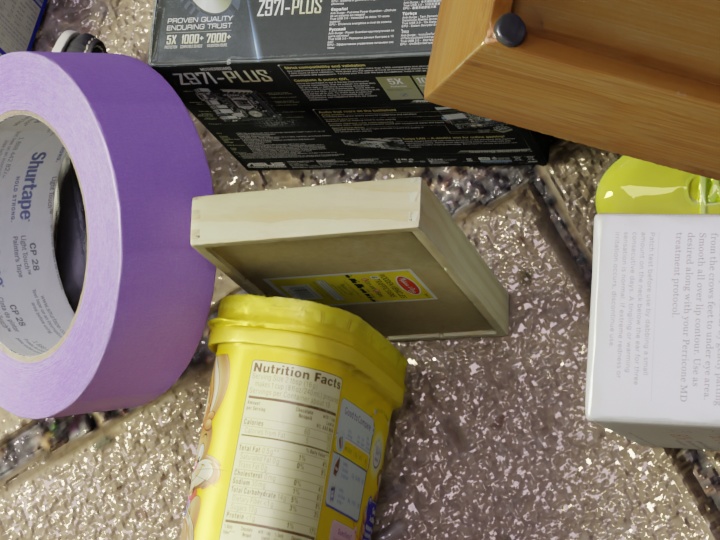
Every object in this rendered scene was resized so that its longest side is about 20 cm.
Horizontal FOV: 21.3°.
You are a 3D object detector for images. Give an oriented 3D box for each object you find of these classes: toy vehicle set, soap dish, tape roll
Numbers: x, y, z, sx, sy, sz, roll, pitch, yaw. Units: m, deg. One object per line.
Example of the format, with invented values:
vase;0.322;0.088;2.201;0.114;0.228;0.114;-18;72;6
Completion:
toy vehicle set;0.000;0.000;1.049;0.123;0.200;0.027;-4;72;16
soap dish;0.143;-0.139;0.975;0.198;0.081;0.159;14;73;-6
tape roll;-0.163;-0.021;1.071;0.199;0.065;0.202;6;98;48

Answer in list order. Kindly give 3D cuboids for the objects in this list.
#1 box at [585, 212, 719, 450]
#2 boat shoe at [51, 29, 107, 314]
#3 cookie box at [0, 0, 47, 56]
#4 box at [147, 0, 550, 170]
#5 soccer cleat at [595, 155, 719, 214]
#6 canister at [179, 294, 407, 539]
box;0.228;0.036;0.979;0.198;0.152;0.107;1;80;18
boat shoe;-0.165;-0.053;1.193;0.060;0.074;0.202;-3;74;18
cookie box;-0.306;-0.167;1.278;0.170;0.075;0.202;11;75;21
box;0.000;-0.127;1.112;0.198;0.164;0.087;0;72;19
soccer cleat;0.226;-0.043;1.021;0.198;0.084;0.065;-1;103;-2
canister;-0.042;0.130;1.047;0.086;0.149;0.202;5;75;19
